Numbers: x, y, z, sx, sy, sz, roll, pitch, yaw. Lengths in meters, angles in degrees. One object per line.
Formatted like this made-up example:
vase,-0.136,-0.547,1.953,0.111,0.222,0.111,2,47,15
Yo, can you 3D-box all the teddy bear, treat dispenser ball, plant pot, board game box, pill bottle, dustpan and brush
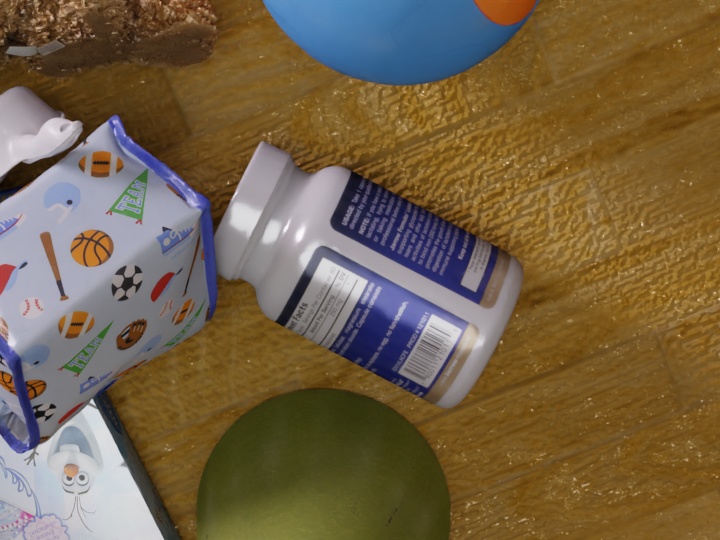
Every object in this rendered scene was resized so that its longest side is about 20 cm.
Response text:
teddy bear,-0.195,-0.170,1.296,0.199,0.145,0.067,-10,71,4
treat dispenser ball,0.025,-0.218,1.237,0.199,0.201,0.202,1,103,3
plant pot,-0.031,0.198,1.335,0.186,0.200,0.188,1,102,3
board game box,-0.257,0.161,1.417,0.199,0.043,0.200,-24,99,8
pill bottle,0.000,0.000,1.332,0.199,0.116,0.116,28,103,-4
dustpan and brush,-0.228,-0.077,1.264,0.057,0.200,0.140,49,60,-6

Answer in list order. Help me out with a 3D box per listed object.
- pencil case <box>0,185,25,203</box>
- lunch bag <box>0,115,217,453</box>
pencil case,-0.322,-0.018,1.356,0.198,0.087,0.078,-1,125,1
lunch bag,-0.186,0.022,1.290,0.170,0.200,0.124,-38,66,-18
